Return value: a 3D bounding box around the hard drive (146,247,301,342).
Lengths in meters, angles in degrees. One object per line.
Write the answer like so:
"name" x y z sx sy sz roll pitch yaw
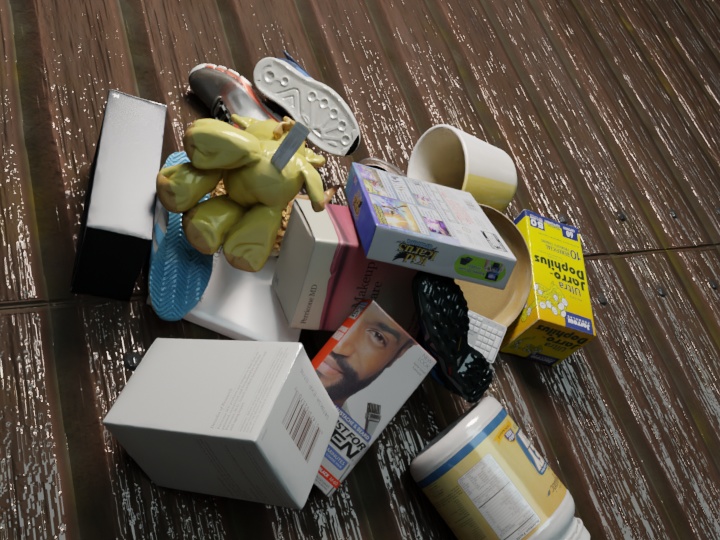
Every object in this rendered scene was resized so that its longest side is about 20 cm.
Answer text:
"hard drive" -0.164 0.023 0.947 0.196 0.027 0.134 23 51 -13

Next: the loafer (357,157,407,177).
"loafer" 0.061 -0.093 1.103 0.200 0.073 0.071 45 24 4

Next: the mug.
"mug" 0.173 -0.131 1.183 0.150 0.192 0.148 3 15 -36

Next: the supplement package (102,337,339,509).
"supplement package" -0.141 0.153 0.746 0.118 0.195 0.119 65 36 -38

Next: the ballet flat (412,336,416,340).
"ballet flat" 0.045 0.097 0.987 0.196 0.068 0.071 -11 59 -34

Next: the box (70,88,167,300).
"box" -0.293 -0.090 0.876 0.077 0.142 0.205 10 56 -21

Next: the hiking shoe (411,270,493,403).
"hiking shoe" 0.095 0.083 0.901 0.074 0.085 0.203 -42 123 -30

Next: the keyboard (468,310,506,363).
"keyboard" 0.115 0.070 1.046 0.196 0.011 0.058 24 83 -3

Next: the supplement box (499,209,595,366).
"supplement box" 0.282 0.027 1.134 0.106 0.110 0.204 15 54 -18

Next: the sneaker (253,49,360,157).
"sneaker" -0.071 -0.252 1.114 0.199 0.081 0.146 39 12 2

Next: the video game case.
"video game case" 0.079 -0.060 0.899 0.177 0.046 0.201 14 25 -16

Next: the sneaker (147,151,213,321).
"sneaker" -0.224 -0.037 0.892 0.075 0.080 0.206 9 74 -24

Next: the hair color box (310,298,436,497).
"hair color box" -0.016 0.146 0.850 0.111 0.064 0.201 41 81 -8

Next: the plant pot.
"plant pot" 0.154 0.003 1.064 0.194 0.027 0.207 0 95 -2

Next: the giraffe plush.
"giraffe plush" -0.123 -0.123 0.857 0.174 0.197 0.163 53 17 -18

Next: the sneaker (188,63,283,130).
"sneaker" -0.183 -0.226 1.072 0.198 0.077 0.083 36 56 -2

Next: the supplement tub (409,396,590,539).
"supplement tub" 0.170 0.277 0.884 0.143 0.145 0.201 -30 77 -39

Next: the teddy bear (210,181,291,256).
"teddy bear" -0.153 -0.098 0.988 0.143 0.067 0.201 -20 61 -37

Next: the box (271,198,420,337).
"box" 0.000 0.000 0.930 0.195 0.131 0.110 6 29 -26

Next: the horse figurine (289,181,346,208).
"horse figurine" -0.040 -0.058 1.053 0.130 0.050 0.204 -8 64 -33
